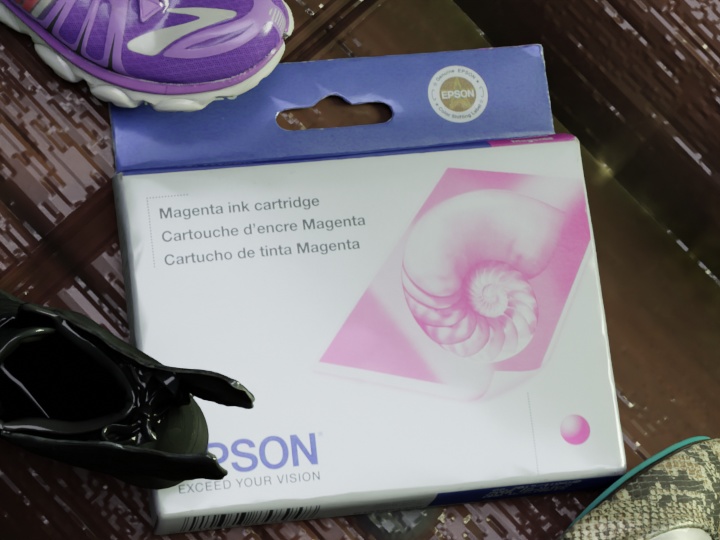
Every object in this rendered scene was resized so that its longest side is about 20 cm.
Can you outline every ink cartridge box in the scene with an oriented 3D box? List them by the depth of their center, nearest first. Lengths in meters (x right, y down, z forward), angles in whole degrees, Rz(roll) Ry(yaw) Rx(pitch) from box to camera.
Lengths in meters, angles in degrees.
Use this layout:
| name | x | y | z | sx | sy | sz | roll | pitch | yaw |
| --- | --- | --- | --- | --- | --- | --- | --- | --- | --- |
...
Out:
| name | x | y | z | sx | sy | sz | roll | pitch | yaw |
| --- | --- | --- | --- | --- | --- | --- | --- | --- | --- |
| ink cartridge box | 0.000 | 0.000 | 1.078 | 0.195 | 0.043 | 0.201 | -6 | 76 | -10 |

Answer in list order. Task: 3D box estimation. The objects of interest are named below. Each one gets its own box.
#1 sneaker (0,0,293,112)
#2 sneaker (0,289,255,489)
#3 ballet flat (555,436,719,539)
| name | x | y | z | sx | sy | sz | roll | pitch | yaw |
| --- | --- | --- | --- | --- | --- | --- | --- | --- | --- |
| sneaker | -0.122 | -0.134 | 1.070 | 0.199 | 0.083 | 0.081 | 25 | 64 | -2 |
| sneaker | -0.128 | 0.037 | 0.989 | 0.199 | 0.104 | 0.060 | 20 | 80 | 14 |
| ballet flat | 0.083 | 0.140 | 1.032 | 0.199 | 0.068 | 0.075 | -27 | 42 | -13 |
